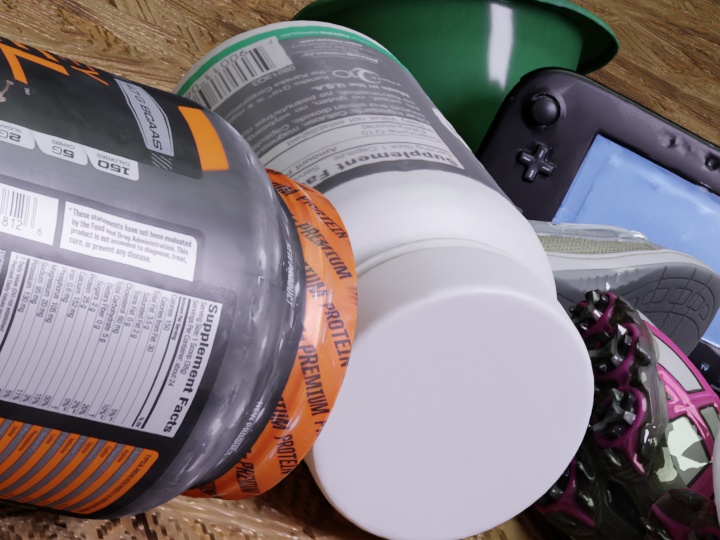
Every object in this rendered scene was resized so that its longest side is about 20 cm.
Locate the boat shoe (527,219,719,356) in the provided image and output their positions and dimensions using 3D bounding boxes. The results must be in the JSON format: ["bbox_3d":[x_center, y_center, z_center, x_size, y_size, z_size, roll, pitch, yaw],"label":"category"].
[{"bbox_3d":[0.081,0.008,0.932,0.202,0.075,0.065,1,37,-44],"label":"boat shoe"}]

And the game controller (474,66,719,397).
[{"bbox_3d":[0.143,-0.012,1.029,0.200,0.105,0.042,27,-6,-6],"label":"game controller"}]

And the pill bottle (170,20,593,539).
[{"bbox_3d":[0.000,0.000,0.760,0.113,0.113,0.200,20,21,-28],"label":"pill bottle"}]

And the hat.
[{"bbox_3d":[0.049,-0.038,1.101,0.165,0.177,0.200,12,-13,-36],"label":"hat"}]

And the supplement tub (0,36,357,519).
[{"bbox_3d":[-0.107,-0.002,0.585,0.200,0.123,0.123,17,21,-36],"label":"supplement tub"}]

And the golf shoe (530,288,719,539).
[{"bbox_3d":[0.113,0.086,0.780,0.092,0.073,0.200,29,25,-30],"label":"golf shoe"}]

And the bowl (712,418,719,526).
[{"bbox_3d":[0.210,0.105,0.710,0.201,0.090,0.201,38,33,-30],"label":"bowl"}]
